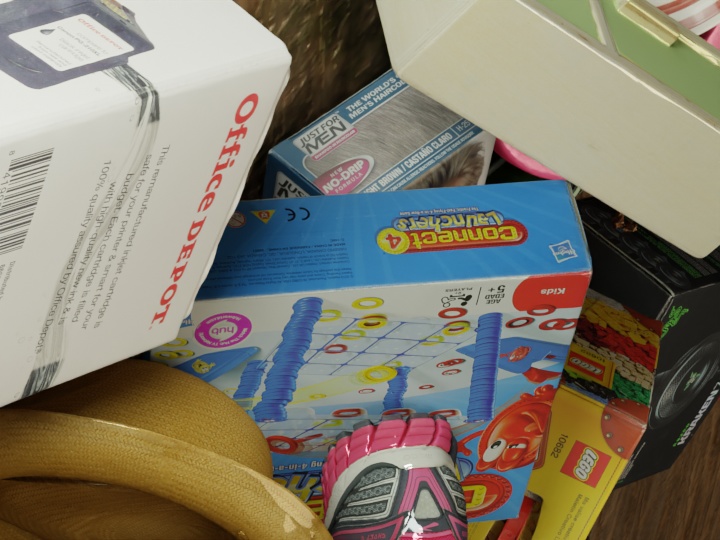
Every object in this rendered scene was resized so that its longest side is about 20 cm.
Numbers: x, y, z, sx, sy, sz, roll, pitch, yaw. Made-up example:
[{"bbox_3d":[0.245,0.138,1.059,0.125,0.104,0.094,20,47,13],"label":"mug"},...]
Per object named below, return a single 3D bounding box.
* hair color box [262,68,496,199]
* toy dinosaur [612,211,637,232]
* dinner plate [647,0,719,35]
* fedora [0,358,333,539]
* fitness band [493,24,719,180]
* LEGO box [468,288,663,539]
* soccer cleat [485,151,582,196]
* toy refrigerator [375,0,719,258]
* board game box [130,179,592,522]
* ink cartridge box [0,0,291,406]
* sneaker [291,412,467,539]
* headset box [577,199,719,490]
[{"bbox_3d":[0.000,0.000,1.288,0.100,0.060,0.200,-36,154,-31],"label":"hair color box"},{"bbox_3d":[0.208,-0.109,1.451,0.102,0.136,0.201,8,108,-17],"label":"toy dinosaur"},{"bbox_3d":[0.139,-0.197,1.211,0.200,0.024,0.201,-17,122,-28],"label":"dinner plate"},{"bbox_3d":[-0.103,0.096,1.140,0.201,0.200,0.082,101,0,-50],"label":"fedora"},{"bbox_3d":[0.126,-0.137,1.272,0.143,0.037,0.200,29,95,-45],"label":"fitness band"},{"bbox_3d":[0.089,0.121,1.473,0.149,0.077,0.201,-65,-179,-66],"label":"LEGO box"},{"bbox_3d":[0.108,-0.070,1.357,0.200,0.068,0.081,-48,-171,-5],"label":"soccer cleat"},{"bbox_3d":[0.103,-0.089,1.178,0.200,0.076,0.070,28,124,-34],"label":"toy refrigerator"},{"bbox_3d":[-0.009,0.047,1.216,0.199,0.056,0.196,-5,142,-12],"label":"board game box"},{"bbox_3d":[-0.135,-0.027,0.952,0.200,0.084,0.145,-22,145,-48],"label":"ink cartridge box"},{"bbox_3d":[0.003,0.152,1.247,0.080,0.075,0.200,-4,143,-13],"label":"sneaker"},{"bbox_3d":[0.156,0.046,1.617,0.200,0.093,0.175,-10,135,-57],"label":"headset box"}]
